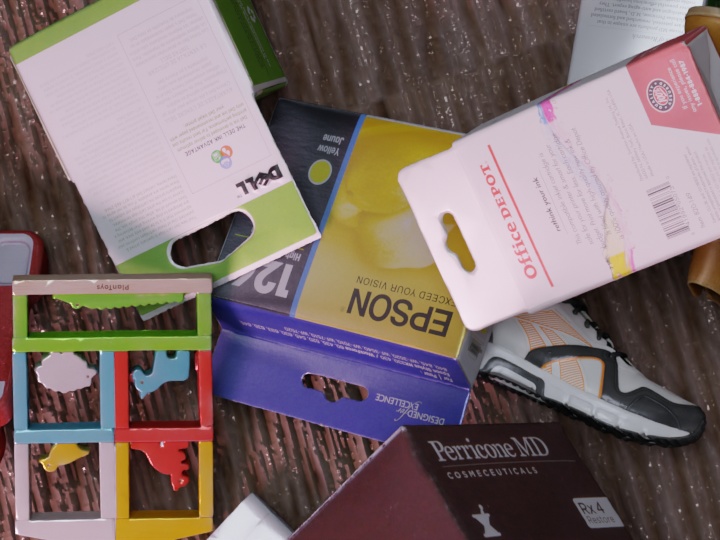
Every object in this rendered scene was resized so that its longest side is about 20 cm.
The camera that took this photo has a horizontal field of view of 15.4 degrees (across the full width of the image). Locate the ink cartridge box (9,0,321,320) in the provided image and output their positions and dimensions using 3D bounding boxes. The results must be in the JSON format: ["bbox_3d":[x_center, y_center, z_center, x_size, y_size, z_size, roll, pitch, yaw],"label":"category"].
[{"bbox_3d":[-0.119,-0.090,1.754,0.147,0.076,0.201,-24,93,19],"label":"ink cartridge box"}]

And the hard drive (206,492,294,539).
[{"bbox_3d":[-0.043,0.261,1.721,0.200,0.026,0.132,43,90,14],"label":"hard drive"}]

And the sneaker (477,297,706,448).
[{"bbox_3d":[0.133,0.051,1.702,0.199,0.074,0.080,25,83,12],"label":"sneaker"}]

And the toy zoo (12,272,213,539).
[{"bbox_3d":[-0.160,0.102,1.732,0.130,0.020,0.201,-1,101,-5],"label":"toy zoo"}]

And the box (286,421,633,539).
[{"bbox_3d":[0.072,0.218,1.592,0.164,0.165,0.201,-46,61,29],"label":"box"}]

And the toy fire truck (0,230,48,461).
[{"bbox_3d":[-0.314,0.048,1.773,0.199,0.112,0.169,0,57,9],"label":"toy fire truck"}]

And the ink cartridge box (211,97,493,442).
[{"bbox_3d":[0.000,0.000,1.712,0.197,0.047,0.201,13,75,30],"label":"ink cartridge box"}]

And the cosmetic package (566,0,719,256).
[{"bbox_3d":[0.178,-0.119,1.705,0.084,0.108,0.201,7,83,12],"label":"cosmetic package"}]

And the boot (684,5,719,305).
[{"bbox_3d":[0.234,-0.058,1.645,0.071,0.201,0.145,14,71,40],"label":"boot"}]

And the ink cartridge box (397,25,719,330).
[{"bbox_3d":[0.136,-0.053,1.602,0.199,0.067,0.117,-22,96,23],"label":"ink cartridge box"}]
